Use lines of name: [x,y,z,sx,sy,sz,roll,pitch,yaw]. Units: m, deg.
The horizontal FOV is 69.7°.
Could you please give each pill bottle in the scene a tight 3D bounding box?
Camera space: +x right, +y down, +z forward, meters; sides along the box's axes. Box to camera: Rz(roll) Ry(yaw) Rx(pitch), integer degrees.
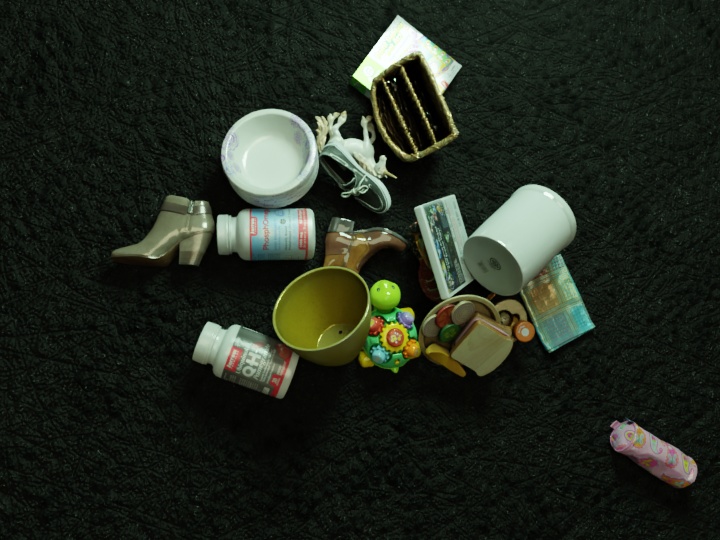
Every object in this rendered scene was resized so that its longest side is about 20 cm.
pill bottle: [-0.232,0.177,1.053,0.198,0.111,0.112,21,80,-8]
pill bottle: [-0.198,-0.076,1.090,0.198,0.109,0.110,-2,84,-11]

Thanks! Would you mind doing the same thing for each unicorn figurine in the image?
unicorn figurine: [-0.007,-0.284,1.177,0.198,0.074,0.139,7,92,5]

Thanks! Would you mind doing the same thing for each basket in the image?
basket: [0.102,-0.343,1.121,0.142,0.149,0.202,-25,98,3]

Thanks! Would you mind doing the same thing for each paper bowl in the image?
paper bowl: [-0.188,-0.229,1.100,0.198,0.104,0.203,0,73,-1]

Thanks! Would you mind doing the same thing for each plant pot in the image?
plant pot: [-0.061,0.114,1.052,0.198,0.143,0.201,-9,47,10]

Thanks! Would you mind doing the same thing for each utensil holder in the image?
utensil holder: [0.348,-0.065,1.140,0.200,0.170,0.170,-39,92,-26]

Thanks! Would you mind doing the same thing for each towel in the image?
towel: [0.466,0.079,1.243,0.145,0.022,0.202,-24,88,-13]

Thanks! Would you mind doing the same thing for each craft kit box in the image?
craft kit box: [0.109,-0.465,1.228,0.197,0.049,0.201,35,78,-2]

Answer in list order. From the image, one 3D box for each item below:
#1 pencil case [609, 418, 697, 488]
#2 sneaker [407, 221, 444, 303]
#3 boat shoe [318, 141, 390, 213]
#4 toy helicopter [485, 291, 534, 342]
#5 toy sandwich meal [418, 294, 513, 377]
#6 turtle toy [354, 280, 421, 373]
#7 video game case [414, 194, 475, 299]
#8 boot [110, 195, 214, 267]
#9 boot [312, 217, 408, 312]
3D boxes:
pencil case: [0.685,0.429,1.215,0.199,0.087,0.088,31,79,-5]
sneaker: [0.174,-0.021,1.169,0.082,0.077,0.202,-26,106,-45]
boat shoe: [-0.012,-0.193,1.134,0.200,0.073,0.068,49,35,-20]
toy helicopter: [0.285,0.134,1.179,0.199,0.079,0.133,-33,97,0]
toy sandwich meal: [0.222,0.146,1.097,0.203,0.070,0.207,-5,120,-8]
turtle toy: [0.060,0.122,1.120,0.144,0.101,0.202,-9,85,-12]
video game case: [0.193,-0.057,1.138,0.181,0.023,0.202,-25,99,-54]
boot: [-0.407,-0.084,1.079,0.198,0.070,0.148,4,76,-11]
boot: [0.000,0.000,1.142,0.186,0.068,0.202,13,84,-13]
